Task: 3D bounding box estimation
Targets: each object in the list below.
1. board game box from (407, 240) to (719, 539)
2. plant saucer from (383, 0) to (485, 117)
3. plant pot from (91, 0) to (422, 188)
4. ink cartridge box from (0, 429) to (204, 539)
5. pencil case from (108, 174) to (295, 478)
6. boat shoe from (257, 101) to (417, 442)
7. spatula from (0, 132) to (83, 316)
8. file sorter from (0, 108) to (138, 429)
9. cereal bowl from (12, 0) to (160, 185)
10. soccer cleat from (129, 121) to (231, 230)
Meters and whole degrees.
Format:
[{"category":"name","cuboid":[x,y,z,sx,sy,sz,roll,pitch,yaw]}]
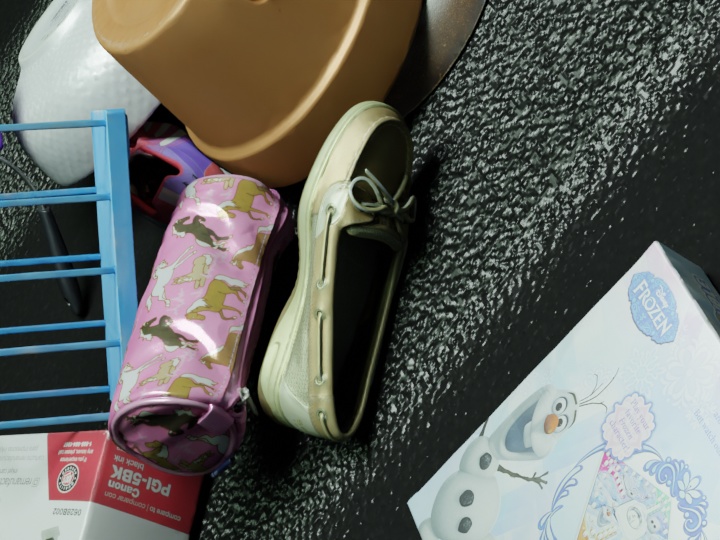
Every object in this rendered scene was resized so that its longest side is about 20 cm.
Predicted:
[{"category":"board game box","cuboid":[0.126,0.122,0.945,0.199,0.043,0.200,-49,38,21]},{"category":"plant saucer","cuboid":[0.010,-0.182,1.293,0.200,0.032,0.201,-30,47,37]},{"category":"plant pot","cuboid":[-0.077,-0.170,1.249,0.200,0.140,0.201,-29,49,39]},{"category":"ink cartridge box","cuboid":[-0.192,0.211,1.258,0.146,0.083,0.201,-9,63,50]},{"category":"pencil case","cuboid":[-0.095,0.030,1.217,0.083,0.086,0.201,111,172,-47]},{"category":"boat shoe","cuboid":[-0.002,0.000,1.164,0.063,0.073,0.202,13,82,47]},{"category":"spatula","cuboid":[-0.243,-0.057,1.433,0.020,0.201,0.056,-29,17,-19]},{"category":"file sorter","cuboid":[-0.211,-0.001,1.285,0.139,0.122,0.201,-159,65,-78]},{"category":"cereal bowl","cuboid":[-0.191,-0.165,1.443,0.200,0.083,0.200,-43,23,23]},{"category":"soccer cleat","cuboid":[-0.148,-0.071,1.387,0.068,0.073,0.200,-61,36,5]}]
